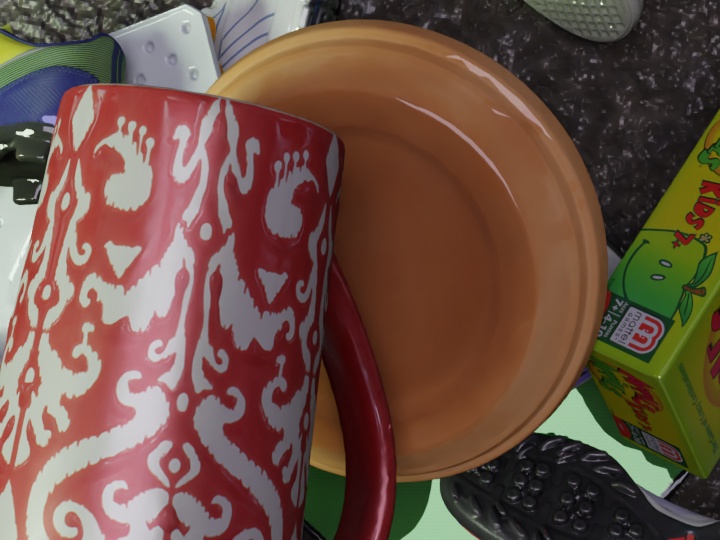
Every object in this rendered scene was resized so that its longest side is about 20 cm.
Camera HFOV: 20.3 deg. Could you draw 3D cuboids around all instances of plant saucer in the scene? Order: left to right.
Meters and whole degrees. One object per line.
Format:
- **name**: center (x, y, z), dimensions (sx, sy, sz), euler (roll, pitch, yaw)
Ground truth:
- **plant saucer**: center (0.002, -0.002, 0.838), dimensions (0.199, 0.037, 0.202), euler (6, 109, 18)

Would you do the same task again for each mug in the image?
- **mug**: center (-0.068, 0.044, 0.770), dimensions (0.132, 0.177, 0.202), euler (6, 84, 21)

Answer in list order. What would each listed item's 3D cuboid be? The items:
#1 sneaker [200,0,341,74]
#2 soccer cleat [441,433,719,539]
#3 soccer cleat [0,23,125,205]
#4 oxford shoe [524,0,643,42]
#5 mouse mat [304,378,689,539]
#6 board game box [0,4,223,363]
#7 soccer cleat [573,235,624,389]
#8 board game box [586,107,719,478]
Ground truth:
- **sneaker**: center (-0.063, -0.096, 0.965), dimensions (0.086, 0.075, 0.202), euler (16, 87, 11)
- **soccer cleat**: center (0.130, 0.135, 0.924), dimensions (0.199, 0.073, 0.068), euler (17, 54, 11)
- **soccer cleat**: center (-0.192, -0.076, 0.943), dimensions (0.199, 0.065, 0.084), euler (2, 62, 30)
- **oxford shoe**: center (0.071, -0.196, 0.965), dimensions (0.200, 0.075, 0.058), euler (49, 55, 5)
- **mouse mat**: center (0.041, 0.080, 0.974), dimensions (0.200, 0.008, 0.161), euler (43, 90, 8)
- **board game box**: center (-0.130, 0.001, 0.952), dimensions (0.199, 0.026, 0.202), euler (-17, 84, 25)
- **soccer cleat**: center (0.047, -0.027, 0.948), dimensions (0.200, 0.068, 0.073), euler (43, 82, 5)
- **board game box**: center (0.176, -0.019, 0.895), dimensions (0.047, 0.102, 0.201), euler (25, 72, 32)
